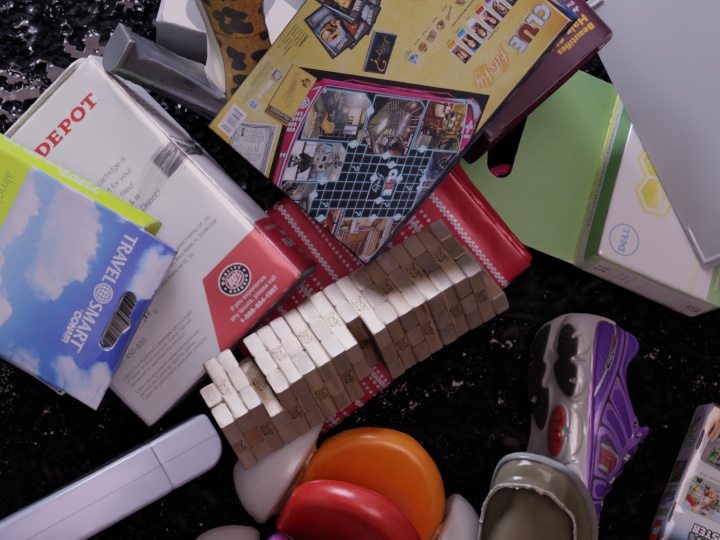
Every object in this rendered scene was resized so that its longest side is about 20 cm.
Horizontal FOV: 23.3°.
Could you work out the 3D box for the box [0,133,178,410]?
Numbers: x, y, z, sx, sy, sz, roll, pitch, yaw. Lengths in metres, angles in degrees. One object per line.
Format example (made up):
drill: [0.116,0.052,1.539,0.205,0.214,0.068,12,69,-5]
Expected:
box: [-0.221,-0.013,1.097,0.200,0.048,0.122,29,101,4]

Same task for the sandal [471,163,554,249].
sandal: [0.108,-0.044,1.228,0.199,0.045,0.075,-7,84,-8]

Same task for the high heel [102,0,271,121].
high heel: [-0.055,-0.176,1.112,0.142,0.071,0.200,22,121,-37]

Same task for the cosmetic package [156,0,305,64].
cosmetic package: [-0.036,-0.182,1.212,0.200,0.090,0.107,17,81,-2]

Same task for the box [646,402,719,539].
box: [0.311,0.183,1.226,0.200,0.035,0.110,25,79,-3]

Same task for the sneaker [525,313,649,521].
sneaker: [0.159,0.131,1.197,0.083,0.081,0.201,10,87,-26]

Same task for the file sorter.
file sorter: [0.268,-0.128,1.165,0.124,0.139,0.200,-24,87,-27]

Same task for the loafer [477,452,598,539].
loafer: [0.108,0.209,1.127,0.075,0.070,0.200,8,120,19]

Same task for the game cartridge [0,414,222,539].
game cartridge: [-0.182,0.153,1.118,0.200,0.133,0.042,-28,94,-10]

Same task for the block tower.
block tower: [-0.006,0.044,1.120,0.200,0.058,0.054,-31,51,-6]

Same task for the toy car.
toy car: [-0.016,0.191,1.125,0.175,0.150,0.200,29,79,-3]

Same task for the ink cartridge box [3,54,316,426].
ink cartridge box: [-0.151,-0.022,1.155,0.147,0.083,0.200,-44,89,8]

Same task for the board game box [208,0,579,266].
board game box: [0.018,-0.121,1.075,0.135,0.035,0.200,42,109,3]

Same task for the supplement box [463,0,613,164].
supplement box: [0.051,-0.183,1.136,0.110,0.086,0.200,-41,89,-10]

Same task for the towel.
towel: [0.000,0.000,1.189,0.200,0.022,0.145,-40,89,11]

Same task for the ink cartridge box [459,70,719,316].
ink cartridge box: [0.173,-0.071,1.215,0.200,0.048,0.146,23,71,-16]
